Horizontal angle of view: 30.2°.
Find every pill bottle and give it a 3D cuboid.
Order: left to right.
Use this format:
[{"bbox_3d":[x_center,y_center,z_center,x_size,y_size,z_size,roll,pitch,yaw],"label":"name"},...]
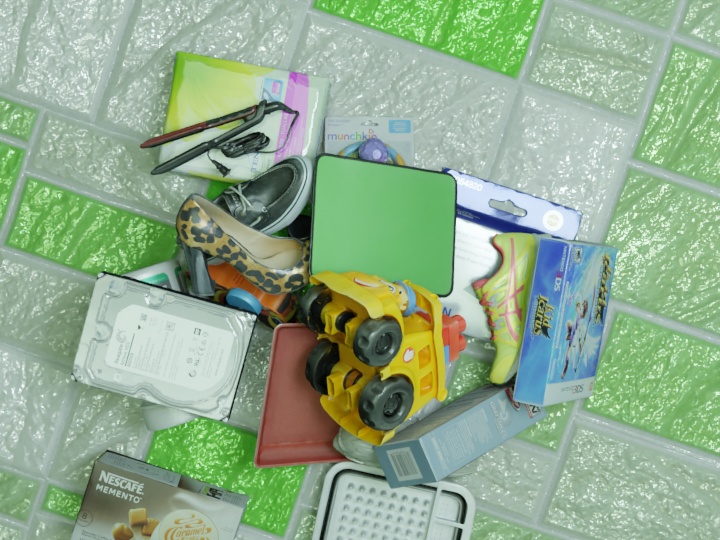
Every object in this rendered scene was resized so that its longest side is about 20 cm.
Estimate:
[{"bbox_3d":[-0.255,0.094,1.693,0.113,0.113,0.200,-17,93,2],"label":"pill bottle"}]

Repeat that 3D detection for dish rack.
[{"bbox_3d":[0.040,0.342,1.740,0.200,0.044,0.172,12,95,0],"label":"dish rack"}]

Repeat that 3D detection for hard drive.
[{"bbox_3d":[-0.238,0.092,1.618,0.200,0.038,0.140,16,93,-1],"label":"hard drive"}]

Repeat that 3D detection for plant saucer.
[{"bbox_3d":[-0.035,0.148,1.679,0.199,0.037,0.200,-1,113,-26],"label":"plant saucer"}]

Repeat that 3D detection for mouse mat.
[{"bbox_3d":[0.030,-0.054,1.634,0.200,0.008,0.161,7,81,-24],"label":"mouse mat"}]

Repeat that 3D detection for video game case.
[{"bbox_3d":[0.257,0.062,1.651,0.045,0.181,0.200,11,95,27],"label":"video game case"}]

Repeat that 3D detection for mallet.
[{"bbox_3d":[-0.001,-0.070,1.719,0.200,0.066,0.041,-22,65,-13],"label":"mallet"}]

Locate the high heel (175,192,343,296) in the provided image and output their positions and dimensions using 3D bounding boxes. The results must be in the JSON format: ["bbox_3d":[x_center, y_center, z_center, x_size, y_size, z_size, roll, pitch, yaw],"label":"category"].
[{"bbox_3d":[-0.116,-0.042,1.586,0.200,0.071,0.143,-10,130,-5],"label":"high heel"}]

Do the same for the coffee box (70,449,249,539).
[{"bbox_3d":[-0.258,0.319,1.724,0.200,0.080,0.114,19,94,-1],"label":"coffee box"}]

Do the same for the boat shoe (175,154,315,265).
[{"bbox_3d":[-0.141,-0.073,1.632,0.200,0.071,0.072,-39,62,19],"label":"boat shoe"}]

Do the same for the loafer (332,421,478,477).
[{"bbox_3d":[0.059,0.227,1.706,0.200,0.070,0.070,18,61,-26],"label":"loafer"}]

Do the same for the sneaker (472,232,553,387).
[{"bbox_3d":[0.179,0.045,1.665,0.090,0.078,0.200,13,85,0],"label":"sneaker"}]

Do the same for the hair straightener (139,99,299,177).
[{"bbox_3d":[-0.167,-0.154,1.649,0.200,0.041,0.077,-19,92,-2],"label":"hair straightener"}]

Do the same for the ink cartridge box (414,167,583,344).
[{"bbox_3d":[0.168,-0.010,1.716,0.199,0.041,0.200,17,94,-1],"label":"ink cartridge box"}]

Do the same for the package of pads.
[{"bbox_3d":[-0.148,-0.184,1.695,0.200,0.068,0.155,11,93,1],"label":"package of pads"}]

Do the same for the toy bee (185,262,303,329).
[{"bbox_3d":[-0.126,0.046,1.692,0.131,0.109,0.200,-40,51,-15],"label":"toy bee"}]

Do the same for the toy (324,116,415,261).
[{"bbox_3d":[0.012,-0.111,1.671,0.115,0.047,0.200,1,72,-1],"label":"toy"}]

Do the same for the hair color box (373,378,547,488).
[{"bbox_3d":[0.125,0.199,1.650,0.200,0.099,0.061,-25,93,-36],"label":"hair color box"}]

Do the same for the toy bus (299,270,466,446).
[{"bbox_3d":[0.042,0.078,1.589,0.192,0.136,0.200,-25,125,-29],"label":"toy bus"}]
